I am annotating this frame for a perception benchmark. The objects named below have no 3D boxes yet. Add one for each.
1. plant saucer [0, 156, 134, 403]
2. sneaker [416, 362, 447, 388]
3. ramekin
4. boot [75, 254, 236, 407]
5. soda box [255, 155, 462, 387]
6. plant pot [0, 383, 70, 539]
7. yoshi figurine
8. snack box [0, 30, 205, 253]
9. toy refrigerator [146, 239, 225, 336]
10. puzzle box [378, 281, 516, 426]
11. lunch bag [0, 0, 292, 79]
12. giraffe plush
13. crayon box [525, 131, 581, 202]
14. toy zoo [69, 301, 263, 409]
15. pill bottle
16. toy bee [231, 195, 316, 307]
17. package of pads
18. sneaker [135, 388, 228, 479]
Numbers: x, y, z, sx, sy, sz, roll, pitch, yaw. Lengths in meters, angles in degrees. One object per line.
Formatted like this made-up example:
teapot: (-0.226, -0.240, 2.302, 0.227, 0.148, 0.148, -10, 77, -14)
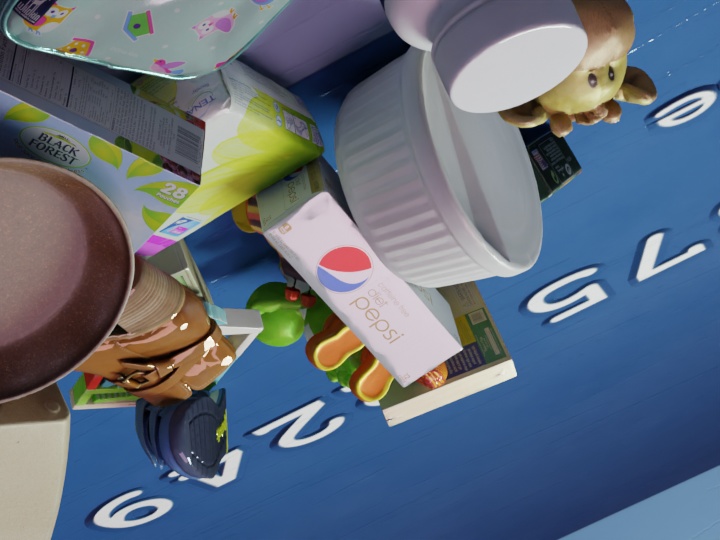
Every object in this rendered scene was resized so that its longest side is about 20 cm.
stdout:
plant saucer: (-0.249, 0.002, 1.104, 0.199, 0.037, 0.201, -14, 130, -16)
sneaker: (0.038, 0.033, 1.576, 0.077, 0.200, 0.073, -33, 134, 2)
ramekin: (0.059, -0.079, 1.330, 0.094, 0.203, 0.202, -20, 160, 25)
boot: (-0.214, 0.072, 1.384, 0.199, 0.074, 0.155, -21, 143, 18)
soda box: (0.000, 0.000, 1.354, 0.064, 0.068, 0.200, -34, 122, 13)
plant pot: (-0.360, 0.134, 1.441, 0.199, 0.200, 0.177, -1, 137, -41)
yoshi figurine: (-0.046, 0.054, 1.526, 0.111, 0.200, 0.113, -6, 114, -19)
snack box: (-0.232, -0.075, 1.135, 0.199, 0.068, 0.169, 25, 134, -29)
toy refrigerator: (-0.177, 0.024, 1.496, 0.076, 0.070, 0.200, -20, 157, -3)
puzzle box: (0.059, 0.056, 1.628, 0.132, 0.200, 0.025, -21, 130, 0)
lunch bag: (-0.127, -0.197, 1.035, 0.160, 0.077, 0.200, -37, 153, 32)
giraffe plush: (0.132, -0.183, 1.190, 0.172, 0.163, 0.200, -23, 157, 2)
crayon box: (0.099, -0.051, 1.548, 0.200, 0.051, 0.127, -32, -179, 24)
toy zoo: (-0.172, 0.075, 1.504, 0.131, 0.021, 0.200, -1, 154, -27)
pill bottle: (0.059, -0.204, 1.029, 0.119, 0.201, 0.120, -18, 157, -8)
toy bee: (-0.040, -0.024, 1.437, 0.200, 0.109, 0.131, 23, 177, -42)
package of pads: (-0.149, -0.086, 1.279, 0.199, 0.068, 0.154, -30, 157, 18)
sneaker: (-0.165, 0.145, 1.494, 0.082, 0.074, 0.200, 0, 179, 1)
